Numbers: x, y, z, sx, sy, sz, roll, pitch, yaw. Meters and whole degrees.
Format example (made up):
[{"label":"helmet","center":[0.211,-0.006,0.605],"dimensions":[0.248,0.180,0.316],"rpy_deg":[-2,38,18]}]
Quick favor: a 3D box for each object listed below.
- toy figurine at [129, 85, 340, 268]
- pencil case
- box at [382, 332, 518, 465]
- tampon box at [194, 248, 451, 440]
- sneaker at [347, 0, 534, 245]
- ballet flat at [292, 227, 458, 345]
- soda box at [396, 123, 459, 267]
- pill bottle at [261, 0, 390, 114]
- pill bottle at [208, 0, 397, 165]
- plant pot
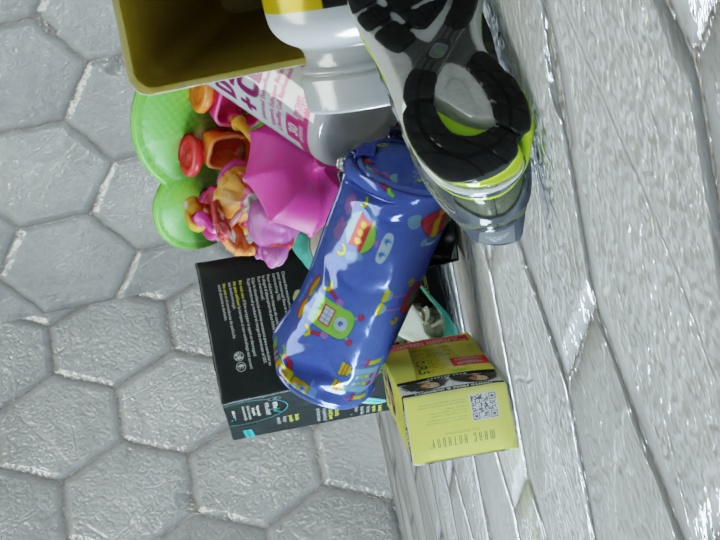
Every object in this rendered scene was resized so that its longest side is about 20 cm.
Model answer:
[{"label":"toy figurine","center":[-0.085,-0.070,1.539],"dimensions":[0.184,0.150,0.200],"rpy_deg":[45,127,52]},{"label":"pencil case","center":[0.000,0.000,1.371],"dimensions":[0.200,0.087,0.078],"rpy_deg":[-68,-7,28]},{"label":"box","center":[0.059,0.088,1.382],"dimensions":[0.200,0.075,0.050],"rpy_deg":[-112,13,-82]},{"label":"tampon box","center":[-0.027,0.052,1.658],"dimensions":[0.150,0.200,0.126],"rpy_deg":[91,168,-73]},{"label":"sneaker","center":[0.041,-0.092,1.000],"dimensions":[0.081,0.074,0.200],"rpy_deg":[77,-179,-47]},{"label":"ballet flat","center":[0.009,0.003,1.557],"dimensions":[0.200,0.067,0.070],"rpy_deg":[48,174,14]},{"label":"soda box","center":[0.027,-0.063,1.497],"dimensions":[0.200,0.063,0.071],"rpy_deg":[-109,9,-70]},{"label":"pill bottle","center":[-0.007,-0.195,1.111],"dimensions":[0.112,0.112,0.200],"rpy_deg":[-113,11,-78]},{"label":"pill bottle","center":[-0.065,-0.172,1.435],"dimensions":[0.200,0.113,0.113],"rpy_deg":[35,156,25]},{"label":"plant pot","center":[-0.056,-0.238,1.278],"dimensions":[0.176,0.200,0.200],"rpy_deg":[-62,-38,-77]}]
